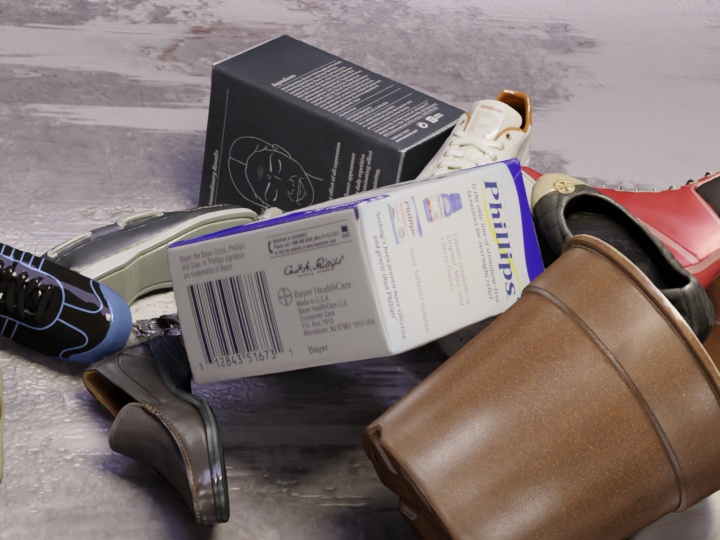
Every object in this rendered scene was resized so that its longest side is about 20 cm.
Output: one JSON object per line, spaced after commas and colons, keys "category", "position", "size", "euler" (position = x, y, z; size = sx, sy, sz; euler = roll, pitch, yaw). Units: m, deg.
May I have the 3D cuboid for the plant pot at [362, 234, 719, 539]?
{"category": "plant pot", "position": [0.122, 0.115, 1.235], "size": [0.198, 0.201, 0.200], "euler": [-35, 47, -11]}

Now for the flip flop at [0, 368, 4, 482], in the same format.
{"category": "flip flop", "position": [-0.289, 0.084, 1.312], "size": [0.080, 0.058, 0.200], "euler": [0, 34, -16]}

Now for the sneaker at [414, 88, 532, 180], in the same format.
{"category": "sneaker", "position": [0.082, -0.087, 1.471], "size": [0.072, 0.085, 0.200], "euler": [19, 34, 16]}

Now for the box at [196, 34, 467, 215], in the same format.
{"category": "box", "position": [-0.026, -0.087, 1.571], "size": [0.199, 0.149, 0.107], "euler": [26, 34, 25]}

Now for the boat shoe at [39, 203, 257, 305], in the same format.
{"category": "boat shoe", "position": [-0.171, -0.019, 1.494], "size": [0.199, 0.076, 0.060], "euler": [-21, 49, -41]}

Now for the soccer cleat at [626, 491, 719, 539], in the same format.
{"category": "soccer cleat", "position": [0.236, 0.171, 1.323], "size": [0.077, 0.070, 0.200], "euler": [38, 43, 18]}

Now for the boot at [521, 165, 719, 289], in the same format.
{"category": "boot", "position": [0.206, -0.047, 1.400], "size": [0.144, 0.073, 0.200], "euler": [-38, 47, -12]}

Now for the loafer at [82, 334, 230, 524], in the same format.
{"category": "loafer", "position": [-0.141, 0.118, 1.304], "size": [0.072, 0.073, 0.200], "euler": [-11, 28, -17]}

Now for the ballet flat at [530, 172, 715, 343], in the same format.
{"category": "ballet flat", "position": [0.183, -0.019, 1.294], "size": [0.066, 0.057, 0.200], "euler": [-22, 41, -19]}

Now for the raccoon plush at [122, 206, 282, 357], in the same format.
{"category": "raccoon plush", "position": [-0.110, 0.007, 1.465], "size": [0.198, 0.097, 0.134], "euler": [-1, 26, -17]}

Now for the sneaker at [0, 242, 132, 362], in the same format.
{"category": "sneaker", "position": [-0.268, 0.016, 1.393], "size": [0.199, 0.071, 0.078], "euler": [18, -3, 24]}

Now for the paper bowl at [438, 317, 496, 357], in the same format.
{"category": "paper bowl", "position": [0.134, 0.019, 1.498], "size": [0.199, 0.105, 0.201], "euler": [8, 32, -5]}

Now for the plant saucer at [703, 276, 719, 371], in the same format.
{"category": "plant saucer", "position": [0.264, 0.066, 1.423], "size": [0.199, 0.032, 0.202], "euler": [15, 61, -29]}

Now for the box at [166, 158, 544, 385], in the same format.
{"category": "box", "position": [0.000, 0.000, 1.310], "size": [0.183, 0.106, 0.199], "euler": [-10, 4, 38]}
